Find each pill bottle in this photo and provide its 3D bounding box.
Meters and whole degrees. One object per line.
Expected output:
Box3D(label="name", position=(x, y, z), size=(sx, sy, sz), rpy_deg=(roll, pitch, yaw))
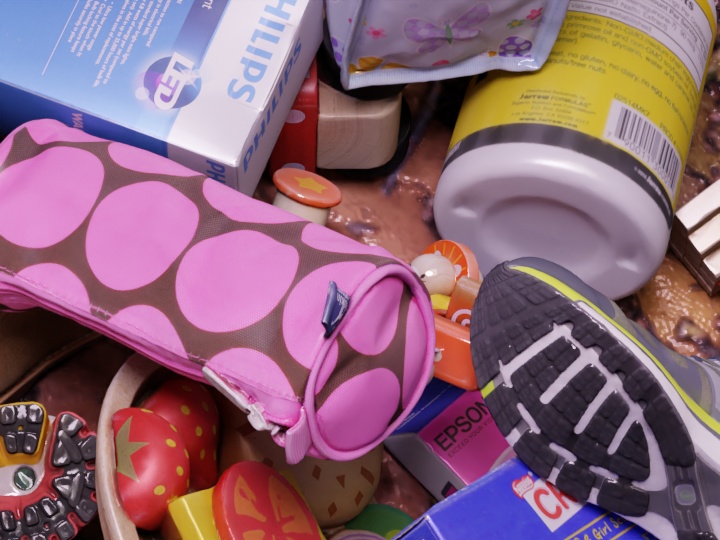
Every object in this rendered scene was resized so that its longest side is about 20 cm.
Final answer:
Box3D(label="pill bottle", position=(0.112, -0.094, 1.081), size=(0.114, 0.114, 0.201), rpy_deg=(20, 58, -3))

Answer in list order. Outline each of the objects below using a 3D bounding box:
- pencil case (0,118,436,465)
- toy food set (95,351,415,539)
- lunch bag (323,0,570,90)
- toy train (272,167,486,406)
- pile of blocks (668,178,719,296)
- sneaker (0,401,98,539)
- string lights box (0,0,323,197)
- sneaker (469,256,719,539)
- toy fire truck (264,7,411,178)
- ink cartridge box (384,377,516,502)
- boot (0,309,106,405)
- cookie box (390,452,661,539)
Box3D(label="pencil case", position=(-0.072, 0.007, 0.876), size=(0.200, 0.091, 0.094), rpy_deg=(21, 60, 32))
Box3D(label="toy food set", position=(-0.031, 0.112, 0.915), size=(0.200, 0.049, 0.198), rpy_deg=(-7, 67, -62))
Box3D(label="lunch bag", position=(0.032, -0.202, 0.950), size=(0.127, 0.200, 0.170), rpy_deg=(-6, 65, -16))
Box3D(label="toy train", position=(0.000, 0.000, 0.969), size=(0.199, 0.150, 0.056), rpy_deg=(23, 97, 22))
Box3D(label="pile of blocks", position=(0.243, -0.042, 1.105), size=(0.200, 0.082, 0.062), rpy_deg=(-29, 72, -27))
Box3D(label="sneaker", position=(-0.201, 0.105, 0.918), size=(0.199, 0.082, 0.078), rpy_deg=(-8, 84, -3))
Box3D(label="string lights box", position=(-0.126, -0.108, 0.968), size=(0.199, 0.059, 0.103), rpy_deg=(20, 67, 7))
Box3D(label="sneaker", position=(0.125, 0.061, 0.888), size=(0.200, 0.074, 0.081), rpy_deg=(41, 33, -13))
Box3D(label="toy fire truck", position=(-0.074, -0.144, 1.065), size=(0.199, 0.129, 0.177), rpy_deg=(0, 62, -2))
Box3D(label="ink cartridge box", position=(0.089, 0.093, 1.019), size=(0.200, 0.037, 0.095), rpy_deg=(44, 60, 13))
Box3D(label="boot", position=(-0.135, -0.006, 0.990), size=(0.074, 0.076, 0.200), rpy_deg=(37, 58, 9))
Box3D(label="cookie box", position=(0.115, 0.164, 0.899), size=(0.171, 0.075, 0.200), rpy_deg=(-24, 77, -44))
